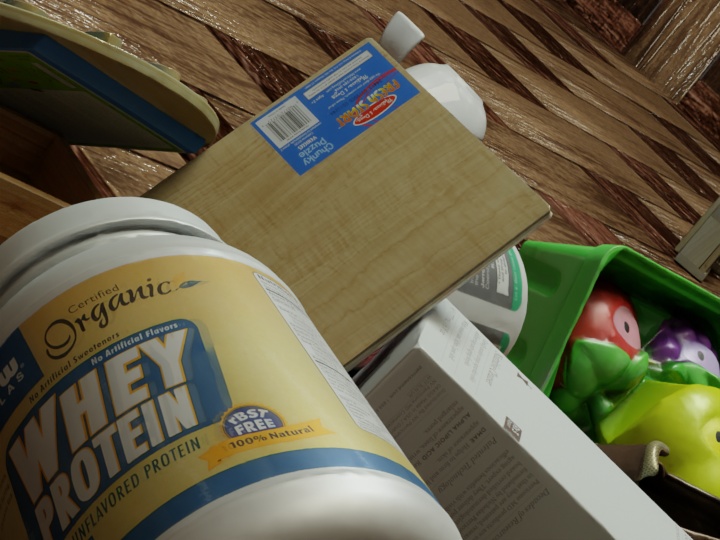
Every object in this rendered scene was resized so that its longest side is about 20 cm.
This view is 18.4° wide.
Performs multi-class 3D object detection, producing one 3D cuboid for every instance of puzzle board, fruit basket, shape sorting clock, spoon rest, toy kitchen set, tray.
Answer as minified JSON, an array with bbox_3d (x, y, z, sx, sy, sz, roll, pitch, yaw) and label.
[{"bbox_3d":[-0.025,-0.018,1.139,0.151,0.200,0.017,45,-18,28],"label":"puzzle board"},{"bbox_3d":[0.197,0.083,1.468,0.215,0.156,0.216,26,1,-1],"label":"fruit basket"},{"bbox_3d":[-0.167,-0.105,1.143,0.199,0.039,0.200,14,-13,3],"label":"shape sorting clock"},{"bbox_3d":[0.063,-0.178,2.131,0.099,0.061,0.200,48,4,30],"label":"spoon rest"},{"bbox_3d":[0.469,-0.032,2.442,0.180,0.163,0.200,40,14,6],"label":"toy kitchen set"},{"bbox_3d":[-0.216,-0.066,1.085,0.200,0.037,0.099,25,19,-41],"label":"tray"}]

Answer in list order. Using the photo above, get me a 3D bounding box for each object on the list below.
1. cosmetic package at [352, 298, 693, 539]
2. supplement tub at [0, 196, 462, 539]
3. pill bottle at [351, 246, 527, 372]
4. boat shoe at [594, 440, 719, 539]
[{"bbox_3d":[0.079,0.117,1.124,0.200,0.081,0.113,42,15,-5],"label":"cosmetic package"},{"bbox_3d":[-0.062,0.078,0.792,0.145,0.145,0.200,26,18,-41],"label":"supplement tub"},{"bbox_3d":[0.000,0.000,1.261,0.200,0.113,0.113,21,22,-53],"label":"pill bottle"},{"bbox_3d":[0.142,0.118,1.208,0.202,0.075,0.075,30,28,0],"label":"boat shoe"}]
